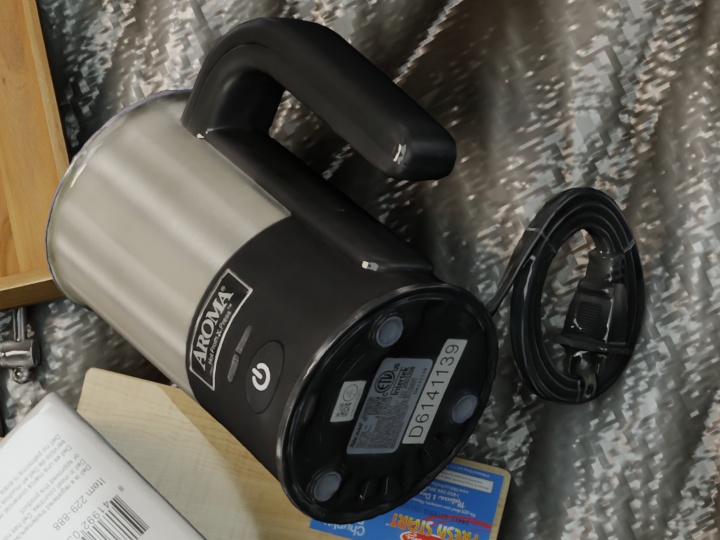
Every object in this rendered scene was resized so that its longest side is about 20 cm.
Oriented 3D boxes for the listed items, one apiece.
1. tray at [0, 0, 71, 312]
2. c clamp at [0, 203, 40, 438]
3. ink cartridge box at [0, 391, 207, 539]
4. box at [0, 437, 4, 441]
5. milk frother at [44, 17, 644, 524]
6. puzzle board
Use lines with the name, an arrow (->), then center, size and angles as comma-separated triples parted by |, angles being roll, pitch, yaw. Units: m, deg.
tray -> -0.192, -0.078, 1.425 | 0.098, 0.037, 0.201 | -13, 72, -2
c clamp -> -0.244, 0.068, 1.449 | 0.199, 0.027, 0.172 | -9, 84, 10
ink cartridge box -> -0.110, 0.176, 1.293 | 0.200, 0.084, 0.146 | 44, 81, 7
box -> -0.168, 0.180, 1.380 | 0.163, 0.021, 0.201 | 14, 79, 16
milk frother -> 0.000, 0.000, 1.352 | 0.188, 0.200, 0.181 | 40, 99, 40
puzzle board -> -0.045, 0.140, 1.353 | 0.199, 0.017, 0.152 | 14, 79, 1
